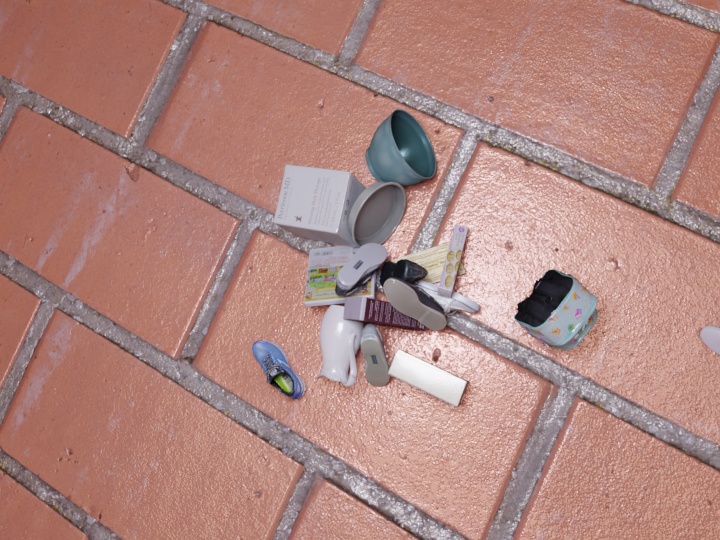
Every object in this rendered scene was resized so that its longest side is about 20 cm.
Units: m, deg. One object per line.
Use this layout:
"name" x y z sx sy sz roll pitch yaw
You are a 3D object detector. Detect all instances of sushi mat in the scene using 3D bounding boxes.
"sushi mat" 0.182 -0.010 1.755 0.195 0.012 0.098 -17 79 11

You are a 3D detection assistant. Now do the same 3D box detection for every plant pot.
"plant pot" 0.097 -0.313 1.747 0.133 0.198 0.205 -27 75 36

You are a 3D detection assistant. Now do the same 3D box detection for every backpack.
"backpack" 0.487 0.102 1.568 0.153 0.200 0.177 41 90 0

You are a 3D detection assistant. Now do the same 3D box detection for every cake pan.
"cake pan" 0.042 -0.152 1.724 0.037 0.200 0.202 38 90 33

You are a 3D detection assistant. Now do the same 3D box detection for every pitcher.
"pitcher" -0.044 0.200 1.703 0.119 0.170 0.206 12 84 -31

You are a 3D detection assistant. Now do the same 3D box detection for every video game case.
"video game case" -0.054 0.009 1.765 0.194 0.023 0.186 -6 53 12

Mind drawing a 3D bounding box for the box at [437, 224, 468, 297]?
"box" 0.244 -0.026 1.689 0.040 0.039 0.204 14 62 10

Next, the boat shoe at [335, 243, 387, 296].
"boat shoe" 0.000 0.000 1.689 0.071 0.068 0.200 35 47 10

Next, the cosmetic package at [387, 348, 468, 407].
"cosmetic package" 0.177 0.279 1.665 0.196 0.103 0.075 23 86 15

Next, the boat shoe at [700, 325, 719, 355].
"boat shoe" 0.918 0.174 1.525 0.197 0.073 0.068 23 53 29

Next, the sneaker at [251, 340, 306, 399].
"sneaker" -0.231 0.270 1.771 0.079 0.089 0.200 -46 74 2

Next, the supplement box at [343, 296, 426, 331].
"supplement box" 0.065 0.113 1.663 0.195 0.108 0.063 11 83 -25

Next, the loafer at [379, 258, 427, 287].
"loafer" 0.107 0.014 1.693 0.071 0.199 0.075 11 85 -19

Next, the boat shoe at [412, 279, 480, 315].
"boat shoe" 0.213 0.091 1.697 0.198 0.075 0.088 21 88 11

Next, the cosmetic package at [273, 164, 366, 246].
"cosmetic package" -0.105 -0.176 1.762 0.195 0.166 0.172 9 83 21

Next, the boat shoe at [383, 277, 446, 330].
"boat shoe" 0.137 0.074 1.620 0.198 0.063 0.073 36 124 -17

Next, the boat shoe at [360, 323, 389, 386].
"boat shoe" 0.041 0.222 1.685 0.068 0.204 0.072 -3 42 9
